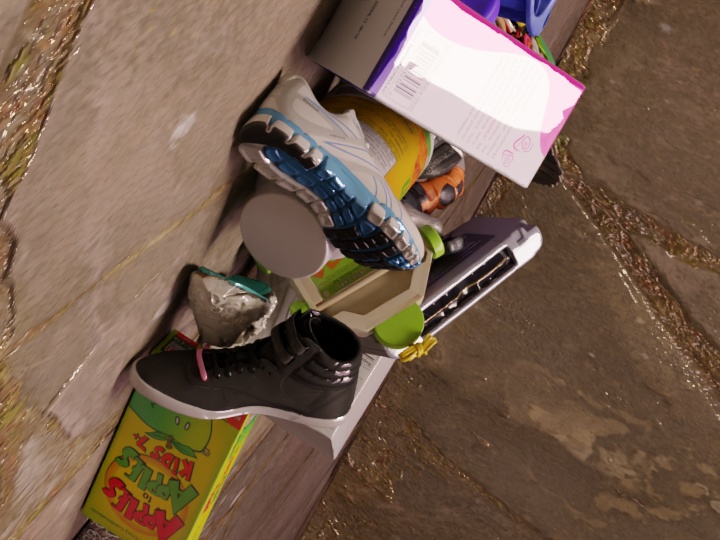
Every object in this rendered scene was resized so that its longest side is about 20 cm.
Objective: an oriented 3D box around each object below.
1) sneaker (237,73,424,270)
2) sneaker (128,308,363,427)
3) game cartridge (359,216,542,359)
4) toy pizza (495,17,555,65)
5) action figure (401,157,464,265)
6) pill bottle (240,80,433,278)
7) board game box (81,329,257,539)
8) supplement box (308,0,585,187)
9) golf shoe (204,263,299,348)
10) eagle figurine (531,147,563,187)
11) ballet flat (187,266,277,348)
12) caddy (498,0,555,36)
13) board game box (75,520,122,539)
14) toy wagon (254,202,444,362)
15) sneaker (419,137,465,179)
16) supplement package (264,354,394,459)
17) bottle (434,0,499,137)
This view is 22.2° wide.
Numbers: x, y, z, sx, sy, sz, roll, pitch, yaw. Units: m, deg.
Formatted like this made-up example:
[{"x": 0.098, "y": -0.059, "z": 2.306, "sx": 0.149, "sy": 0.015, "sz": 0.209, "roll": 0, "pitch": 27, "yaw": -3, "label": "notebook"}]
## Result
[{"x": -0.008, "y": -0.080, "z": 1.467, "sx": 0.075, "sy": 0.200, "sz": 0.087, "roll": -11, "pitch": -136, "yaw": 41, "label": "sneaker"}, {"x": -0.088, "y": 0.071, "z": 1.529, "sx": 0.071, "sy": 0.199, "sz": 0.099, "roll": -103, "pitch": -152, "yaw": -46, "label": "sneaker"}, {"x": 0.070, "y": 0.015, "z": 1.785, "sx": 0.200, "sy": 0.041, "sz": 0.133, "roll": -37, "pitch": -159, "yaw": -19, "label": "game cartridge"}, {"x": 0.164, "y": -0.253, "z": 1.922, "sx": 0.032, "sy": 0.201, "sz": 0.200, "roll": -24, "pitch": -179, "yaw": 14, "label": "toy pizza"}, {"x": 0.019, "y": -0.053, "z": 1.827, "sx": 0.199, "sy": 0.105, "sz": 0.194, "roll": -18, "pitch": -162, "yaw": 34, "label": "action figure"}, {"x": -0.023, "y": -0.078, "z": 1.586, "sx": 0.200, "sy": 0.111, "sz": 0.111, "roll": -51, "pitch": 170, "yaw": -49, "label": "pill bottle"}, {"x": -0.166, "y": 0.161, "z": 1.630, "sx": 0.201, "sy": 0.101, "sz": 0.048, "roll": -63, "pitch": 172, "yaw": 31, "label": "board game box"}, {"x": 0.073, "y": -0.163, "z": 1.514, "sx": 0.102, "sy": 0.200, "sz": 0.103, "roll": -59, "pitch": -142, "yaw": 4, "label": "supplement box"}, {"x": -0.069, "y": 0.018, "z": 1.767, "sx": 0.201, "sy": 0.091, "sz": 0.075, "roll": -60, "pitch": 173, "yaw": -4, "label": "golf shoe"}, {"x": 0.124, "y": -0.177, "z": 1.966, "sx": 0.151, "sy": 0.151, "sz": 0.201, "roll": 81, "pitch": 0, "yaw": -56, "label": "eagle figurine"}, {"x": -0.111, "y": 0.038, "z": 1.595, "sx": 0.072, "sy": 0.072, "sz": 0.200, "roll": -59, "pitch": 172, "yaw": 2, "label": "ballet flat"}, {"x": 0.157, "y": -0.316, "z": 1.675, "sx": 0.141, "sy": 0.104, "sz": 0.201, "roll": 19, "pitch": 83, "yaw": -76, "label": "caddy"}, {"x": -0.193, "y": 0.336, "z": 1.773, "sx": 0.097, "sy": 0.199, "sz": 0.160, "roll": -52, "pitch": 171, "yaw": -42, "label": "board game box"}, {"x": 0.000, "y": 0.000, "z": 1.694, "sx": 0.155, "sy": 0.201, "sz": 0.040, "roll": -30, "pitch": 168, "yaw": -13, "label": "toy wagon"}, {"x": 0.060, "y": -0.159, "z": 1.849, "sx": 0.115, "sy": 0.075, "sz": 0.201, "roll": -16, "pitch": -142, "yaw": 45, "label": "sneaker"}, {"x": -0.038, "y": 0.073, "z": 1.980, "sx": 0.201, "sy": 0.147, "sz": 0.191, "roll": -58, "pitch": 173, "yaw": -11, "label": "supplement package"}, {"x": 0.069, "y": -0.186, "z": 1.670, "sx": 0.084, "sy": 0.065, "sz": 0.200, "roll": -49, "pitch": 170, "yaw": -30, "label": "bottle"}]
